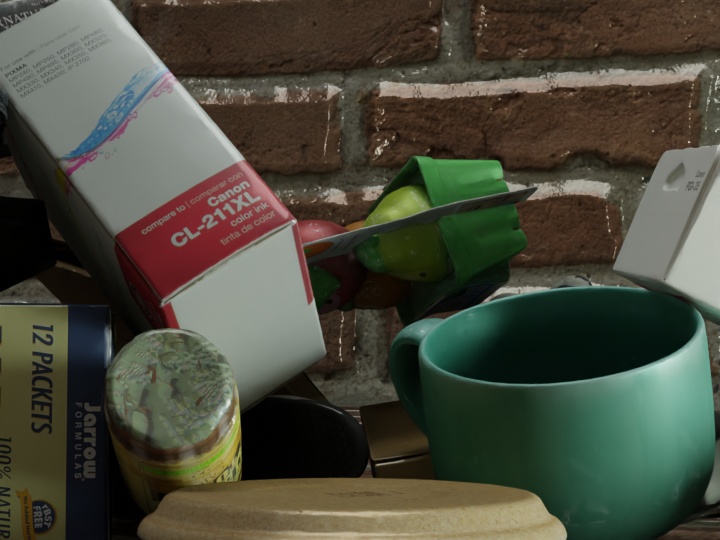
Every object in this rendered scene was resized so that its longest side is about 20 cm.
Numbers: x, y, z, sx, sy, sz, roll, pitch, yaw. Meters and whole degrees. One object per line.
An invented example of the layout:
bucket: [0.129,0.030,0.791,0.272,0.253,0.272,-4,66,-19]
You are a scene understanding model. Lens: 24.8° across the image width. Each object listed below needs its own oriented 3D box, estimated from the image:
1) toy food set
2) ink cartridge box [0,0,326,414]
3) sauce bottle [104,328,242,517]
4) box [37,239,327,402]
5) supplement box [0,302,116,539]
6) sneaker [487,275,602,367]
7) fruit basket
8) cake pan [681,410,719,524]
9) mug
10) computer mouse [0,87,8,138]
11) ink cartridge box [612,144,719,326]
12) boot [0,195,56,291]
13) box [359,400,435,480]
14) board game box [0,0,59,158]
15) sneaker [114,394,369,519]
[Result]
toy food set: [0.000,0.124,0.738,0.198,0.049,0.200,3,-4,-43]
ink cartridge box: [-0.113,-0.035,0.882,0.083,0.200,0.146,-33,-28,-13]
sauce bottle: [-0.091,0.094,0.834,0.065,0.065,0.200,0,-24,-1]
box: [-0.113,0.048,1.059,0.163,0.021,0.200,14,-23,28]
supplement box: [-0.231,0.086,0.881,0.200,0.134,0.200,0,-3,-9]
sneaker: [0.099,0.054,1.026,0.080,0.078,0.200,-18,-1,-23]
fruit basket: [0.000,0.000,1.058,0.200,0.094,0.185,-21,-9,-19]
cake pan: [0.145,0.121,1.024,0.200,0.037,0.200,-8,7,1]
mug: [0.108,0.082,0.887,0.152,0.115,0.185,-11,16,-8]
computer mouse: [-0.254,-0.057,0.878,0.200,0.034,0.059,-28,-26,34]
ink cartridge box: [0.258,0.010,0.931,0.200,0.083,0.147,26,1,-3]
boot: [-0.278,-0.016,0.845,0.165,0.066,0.200,-5,-4,23]
box: [0.102,0.094,1.032,0.200,0.021,0.163,-9,7,-2]
board game box: [-0.260,-0.090,0.914,0.200,0.028,0.135,-18,-20,-28]
sneaker: [-0.061,0.118,1.042,0.201,0.067,0.108,-14,-9,30]
